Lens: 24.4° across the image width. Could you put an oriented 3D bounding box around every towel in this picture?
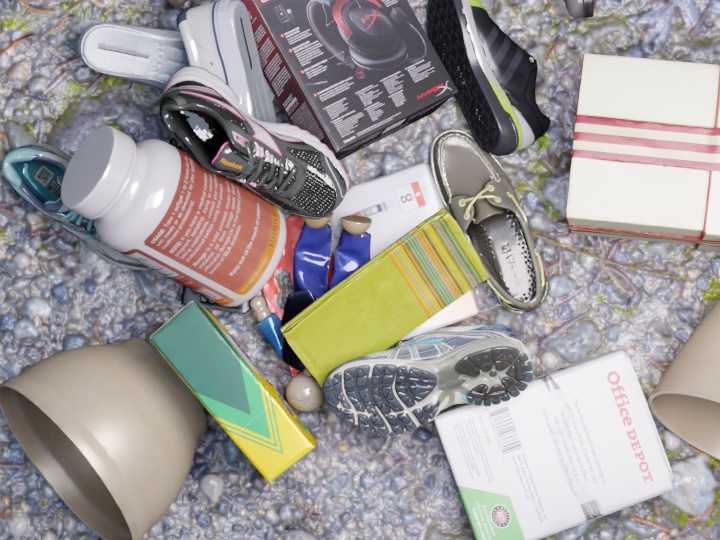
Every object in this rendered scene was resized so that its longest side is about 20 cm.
[{"bbox_3d":[0.025,0.031,1.609,0.200,0.018,0.086,-36,110,-1],"label":"towel"}]

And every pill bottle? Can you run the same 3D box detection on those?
[{"bbox_3d":[-0.176,-0.054,1.564,0.200,0.112,0.112,30,88,-33],"label":"pill bottle"}]

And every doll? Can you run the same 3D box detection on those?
[{"bbox_3d":[-0.043,0.042,1.636,0.136,0.048,0.201,10,102,6],"label":"doll"}]

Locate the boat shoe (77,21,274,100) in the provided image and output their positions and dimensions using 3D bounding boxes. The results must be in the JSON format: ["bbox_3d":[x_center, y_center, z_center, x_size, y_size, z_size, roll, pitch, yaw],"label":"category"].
[{"bbox_3d":[-0.182,-0.211,1.660,0.199,0.067,0.074,18,102,-14],"label":"boat shoe"}]

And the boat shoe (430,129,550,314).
[{"bbox_3d":[0.129,-0.051,1.653,0.072,0.060,0.202,-26,87,2],"label":"boat shoe"}]

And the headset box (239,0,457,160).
[{"bbox_3d":[-0.021,-0.223,1.634,0.148,0.075,0.200,-29,88,-22],"label":"headset box"}]

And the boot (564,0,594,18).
[{"bbox_3d":[0.153,-0.329,1.669,0.131,0.070,0.201,-17,77,3],"label":"boot"}]

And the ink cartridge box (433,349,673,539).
[{"bbox_3d":[0.187,0.177,1.631,0.199,0.084,0.146,-19,87,1],"label":"ink cartridge box"}]

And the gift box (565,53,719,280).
[{"bbox_3d":[0.298,-0.095,1.599,0.186,0.185,0.201,5,91,10],"label":"gift box"}]

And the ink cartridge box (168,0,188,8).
[{"bbox_3d":[-0.140,-0.349,1.599,0.175,0.200,0.084,-34,87,-2],"label":"ink cartridge box"}]

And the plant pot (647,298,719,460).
[{"bbox_3d":[0.403,0.077,1.599,0.187,0.187,0.200,28,74,2],"label":"plant pot"}]

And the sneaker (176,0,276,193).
[{"bbox_3d":[-0.130,-0.166,1.620,0.071,0.073,0.201,-2,111,19],"label":"sneaker"}]

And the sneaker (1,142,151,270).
[{"bbox_3d":[-0.271,-0.059,1.640,0.200,0.086,0.078,28,94,8],"label":"sneaker"}]

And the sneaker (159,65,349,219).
[{"bbox_3d":[-0.108,-0.106,1.551,0.200,0.086,0.080,30,115,-3],"label":"sneaker"}]

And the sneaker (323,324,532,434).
[{"bbox_3d":[0.063,0.098,1.598,0.199,0.086,0.078,-9,115,3],"label":"sneaker"}]

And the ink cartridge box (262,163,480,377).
[{"bbox_3d":[0.000,0.000,1.659,0.199,0.050,0.163,-19,87,-2],"label":"ink cartridge box"}]

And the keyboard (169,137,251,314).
[{"bbox_3d":[-0.154,-0.063,1.673,0.127,0.021,0.201,8,86,8],"label":"keyboard"}]

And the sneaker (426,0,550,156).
[{"bbox_3d":[0.132,-0.208,1.669,0.083,0.072,0.201,-18,87,-27],"label":"sneaker"}]

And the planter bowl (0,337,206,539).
[{"bbox_3d":[-0.235,0.149,1.599,0.135,0.200,0.200,-40,87,-25],"label":"planter bowl"}]

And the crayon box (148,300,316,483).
[{"bbox_3d":[-0.116,0.115,1.580,0.058,0.200,0.173,-41,88,-3],"label":"crayon box"}]
